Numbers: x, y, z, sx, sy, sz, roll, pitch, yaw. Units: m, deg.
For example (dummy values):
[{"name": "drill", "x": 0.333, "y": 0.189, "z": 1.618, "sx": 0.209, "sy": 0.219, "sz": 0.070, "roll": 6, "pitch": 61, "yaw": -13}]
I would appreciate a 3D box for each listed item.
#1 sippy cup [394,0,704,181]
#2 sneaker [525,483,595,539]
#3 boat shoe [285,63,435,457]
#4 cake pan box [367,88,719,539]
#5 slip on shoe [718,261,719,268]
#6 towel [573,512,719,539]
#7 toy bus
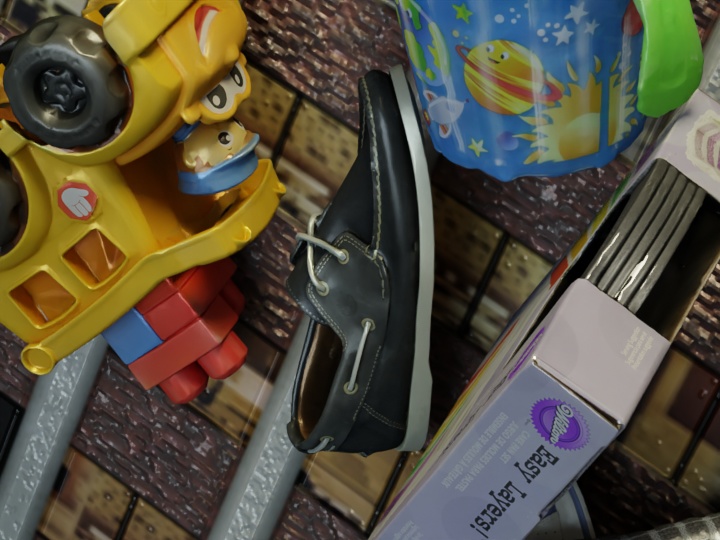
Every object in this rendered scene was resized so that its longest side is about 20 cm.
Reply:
[{"name": "sippy cup", "x": 0.072, "y": -0.115, "z": 1.223, "sx": 0.139, "sy": 0.178, "sz": 0.131, "roll": -5, "pitch": 117, "yaw": 4}, {"name": "sneaker", "x": 0.053, "y": 0.178, "z": 1.322, "sx": 0.114, "sy": 0.081, "sz": 0.201, "roll": -10, "pitch": 104, "yaw": -12}, {"name": "boat shoe", "x": 0.000, "y": 0.000, "z": 1.308, "sx": 0.067, "sy": 0.072, "sz": 0.201, "roll": -1, "pitch": 122, "yaw": -8}, {"name": "cake pan box", "x": 0.086, "y": 0.039, "z": 1.193, "sx": 0.052, "sy": 0.185, "sz": 0.200, "roll": 34, "pitch": 140, "yaw": -2}, {"name": "slip on shoe", "x": 0.236, "y": 0.029, "z": 1.205, "sx": 0.199, "sy": 0.076, "sz": 0.061, "roll": 29, "pitch": 163, "yaw": 30}, {"name": "towel", "x": 0.137, "y": 0.212, "z": 1.271, "sx": 0.164, "sy": 0.086, "sz": 0.201, "roll": -10, "pitch": 108, "yaw": -8}, {"name": "toy bus", "x": -0.106, "y": -0.038, "z": 1.361, "sx": 0.200, "sy": 0.136, "sz": 0.192, "roll": -37, "pitch": 98, "yaw": 32}]
